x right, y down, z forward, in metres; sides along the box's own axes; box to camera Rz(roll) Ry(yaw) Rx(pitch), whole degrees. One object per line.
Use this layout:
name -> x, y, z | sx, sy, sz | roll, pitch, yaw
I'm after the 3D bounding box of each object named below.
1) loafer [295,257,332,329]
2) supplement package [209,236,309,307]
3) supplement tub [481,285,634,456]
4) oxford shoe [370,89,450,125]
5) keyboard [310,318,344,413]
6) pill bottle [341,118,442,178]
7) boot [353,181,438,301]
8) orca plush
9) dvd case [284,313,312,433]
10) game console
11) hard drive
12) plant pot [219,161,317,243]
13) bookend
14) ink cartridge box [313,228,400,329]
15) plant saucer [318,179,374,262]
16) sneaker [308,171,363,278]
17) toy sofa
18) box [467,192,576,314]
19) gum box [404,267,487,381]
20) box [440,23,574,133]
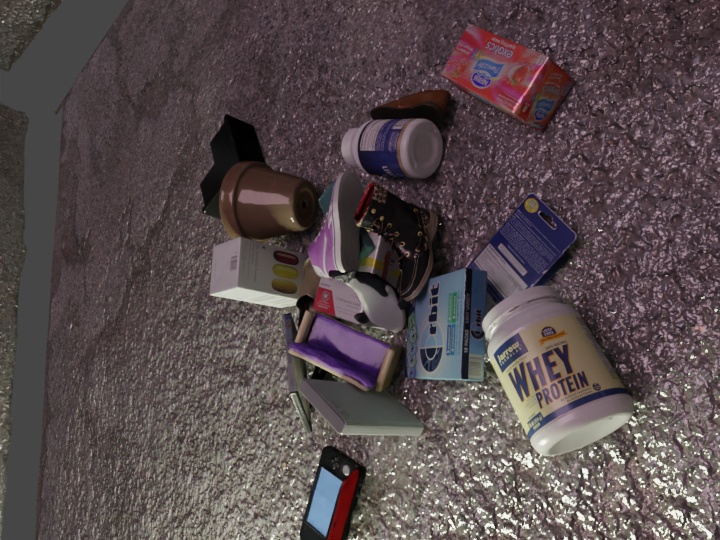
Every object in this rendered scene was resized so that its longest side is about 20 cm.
loafer -> -0.101, 0.053, 1.283 | 0.075, 0.068, 0.202 | -28, 57, 37
supplement package -> -0.218, 0.009, 1.322 | 0.109, 0.199, 0.115 | -13, 71, 43
supplement tub -> 0.267, 0.138, 0.832 | 0.145, 0.144, 0.201 | -43, 52, 29
oxford shoe -> 0.102, -0.324, 1.202 | 0.199, 0.071, 0.072 | 8, 57, 46
keyboard -> -0.061, 0.208, 1.239 | 0.201, 0.039, 0.104 | -67, 21, 9
pill bottle -> 0.056, -0.242, 1.179 | 0.199, 0.111, 0.112 | 14, 89, 47
boot -> 0.059, -0.056, 1.057 | 0.073, 0.150, 0.201 | -34, 33, 51
orca plush -> 0.018, 0.038, 1.088 | 0.105, 0.199, 0.071 | -40, 40, 28
dvd case -> -0.126, 0.206, 1.203 | 0.017, 0.143, 0.201 | -12, 44, 0
game console -> -0.073, 0.453, 1.111 | 0.172, 0.118, 0.202 | 16, 90, 46
hard drive -> 0.004, 0.238, 1.032 | 0.132, 0.199, 0.026 | 36, 103, 44
plant pot -> -0.198, -0.153, 1.380 | 0.173, 0.200, 0.202 | 6, 82, 27
bookend -> -0.362, -0.278, 1.628 | 0.200, 0.092, 0.200 | -45, 49, 29
ink cartridge box -> 0.000, 0.000, 1.187 | 0.145, 0.083, 0.202 | 13, 88, 46
plant saucer -> -0.034, -0.095, 1.178 | 0.070, 0.019, 0.201 | -46, 50, 26
sneaker -> -0.056, -0.085, 1.134 | 0.114, 0.072, 0.202 | -8, 72, 46
toy sofa -> -0.031, 0.149, 1.121 | 0.199, 0.097, 0.083 | 22, 94, 24
box -> 0.254, -0.014, 0.969 | 0.200, 0.032, 0.121 | -53, 48, 23
gum box -> 0.139, 0.096, 0.994 | 0.200, 0.044, 0.172 | 156, 120, -66
box -> 0.247, -0.331, 1.020 | 0.200, 0.094, 0.103 | 47, 113, 42
